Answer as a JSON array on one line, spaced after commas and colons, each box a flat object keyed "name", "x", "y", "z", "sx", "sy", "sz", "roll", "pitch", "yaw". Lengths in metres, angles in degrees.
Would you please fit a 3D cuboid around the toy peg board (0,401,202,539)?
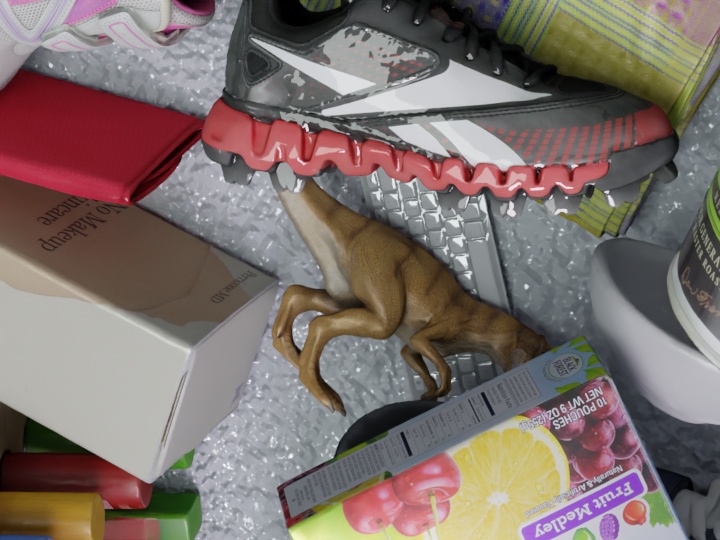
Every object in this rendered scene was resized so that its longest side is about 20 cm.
[{"name": "toy peg board", "x": -0.134, "y": 0.164, "z": 1.300, "sx": 0.097, "sy": 0.199, "sz": 0.201, "roll": -1, "pitch": 111, "yaw": 10}]

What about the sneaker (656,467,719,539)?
[{"name": "sneaker", "x": 0.148, "y": 0.107, "z": 1.190, "sx": 0.146, "sy": 0.081, "sz": 0.200, "roll": 33, "pitch": 127, "yaw": 6}]

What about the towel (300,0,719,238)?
[{"name": "towel", "x": 0.060, "y": -0.115, "z": 1.172, "sx": 0.200, "sy": 0.023, "sz": 0.144, "roll": 32, "pitch": 121, "yaw": 9}]

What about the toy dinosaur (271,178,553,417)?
[{"name": "toy dinosaur", "x": 0.000, "y": 0.000, "z": 1.234, "sx": 0.200, "sy": 0.060, "sz": 0.106, "roll": 40, "pitch": 95, "yaw": -3}]

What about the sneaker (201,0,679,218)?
[{"name": "sneaker", "x": 0.033, "y": -0.077, "z": 1.145, "sx": 0.200, "sy": 0.071, "sz": 0.098, "roll": 7, "pitch": 104, "yaw": 13}]

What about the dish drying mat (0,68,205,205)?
[{"name": "dish drying mat", "x": -0.175, "y": -0.071, "z": 1.283, "sx": 0.199, "sy": 0.077, "sz": 0.018, "roll": 16, "pitch": 125, "yaw": 21}]

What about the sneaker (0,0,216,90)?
[{"name": "sneaker", "x": -0.112, "y": -0.128, "z": 1.225, "sx": 0.200, "sy": 0.081, "sz": 0.088, "roll": -39, "pitch": 89, "yaw": 34}]

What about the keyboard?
[{"name": "keyboard", "x": 0.031, "y": -0.024, "z": 1.237, "sx": 0.056, "sy": 0.011, "sz": 0.201, "roll": -4, "pitch": 109, "yaw": 28}]

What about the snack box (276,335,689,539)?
[{"name": "snack box", "x": 0.073, "y": 0.147, "z": 1.127, "sx": 0.142, "sy": 0.053, "sz": 0.200, "roll": -25, "pitch": 107, "yaw": 2}]

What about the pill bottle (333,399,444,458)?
[{"name": "pill bottle", "x": 0.019, "y": 0.158, "z": 1.235, "sx": 0.112, "sy": 0.112, "sz": 0.200, "roll": 24, "pitch": 133, "yaw": 16}]

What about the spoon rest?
[{"name": "spoon rest", "x": 0.159, "y": 0.055, "z": 1.110, "sx": 0.061, "sy": 0.099, "sz": 0.200, "roll": -52, "pitch": 49, "yaw": 27}]

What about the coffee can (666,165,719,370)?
[{"name": "coffee can", "x": 0.219, "y": -0.051, "z": 1.050, "sx": 0.146, "sy": 0.146, "sz": 0.200, "roll": 29, "pitch": 121, "yaw": 13}]

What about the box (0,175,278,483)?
[{"name": "box", "x": -0.149, "y": 0.007, "z": 1.293, "sx": 0.200, "sy": 0.095, "sz": 0.078, "roll": 27, "pitch": 120, "yaw": 13}]
